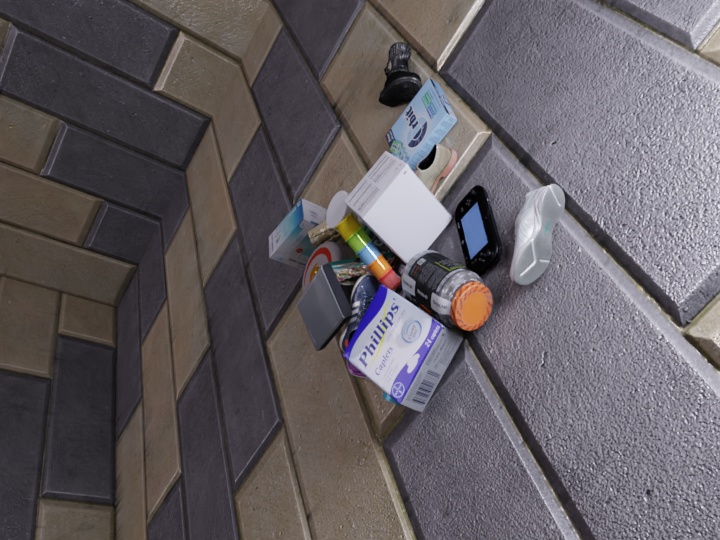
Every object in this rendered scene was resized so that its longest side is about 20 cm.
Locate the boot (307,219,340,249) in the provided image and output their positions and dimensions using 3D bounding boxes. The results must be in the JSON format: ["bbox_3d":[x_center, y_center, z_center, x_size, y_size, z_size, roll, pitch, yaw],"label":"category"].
[{"bbox_3d":[-0.068,-0.110,1.744,0.153,0.074,0.201,-30,22,1],"label":"boot"}]

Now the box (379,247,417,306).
[{"bbox_3d":[0.075,0.068,1.550,0.161,0.048,0.204,38,106,54],"label":"box"}]

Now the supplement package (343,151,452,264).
[{"bbox_3d":[0.089,-0.139,1.465,0.157,0.199,0.111,-48,35,1],"label":"supplement package"}]

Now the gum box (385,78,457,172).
[{"bbox_3d":[0.155,-0.372,1.660,0.201,0.044,0.173,-49,38,30],"label":"gum box"}]

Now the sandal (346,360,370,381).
[{"bbox_3d":[0.016,0.233,1.526,0.201,0.049,0.085,-27,84,58],"label":"sandal"}]

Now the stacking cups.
[{"bbox_3d":[0.022,-0.041,1.487,0.060,0.201,0.061,-39,7,5],"label":"stacking cups"}]

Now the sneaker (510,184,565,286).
[{"bbox_3d":[0.332,-0.066,1.226,0.080,0.069,0.205,5,72,66],"label":"sneaker"}]

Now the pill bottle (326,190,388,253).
[{"bbox_3d":[0.017,-0.119,1.593,0.112,0.196,0.116,-32,48,44],"label":"pill bottle"}]

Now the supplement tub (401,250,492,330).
[{"bbox_3d":[0.182,0.043,1.334,0.199,0.120,0.125,35,103,57],"label":"supplement tub"}]

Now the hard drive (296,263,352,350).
[{"bbox_3d":[-0.093,0.095,1.576,0.142,0.032,0.201,64,147,19],"label":"hard drive"}]

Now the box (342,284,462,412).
[{"bbox_3d":[0.088,0.167,1.368,0.198,0.104,0.187,32,92,41],"label":"box"}]

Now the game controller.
[{"bbox_3d":[0.252,-0.085,1.369,0.104,0.041,0.205,-41,42,38],"label":"game controller"}]

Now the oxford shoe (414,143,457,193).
[{"bbox_3d":[0.153,-0.229,1.561,0.202,0.072,0.072,-55,36,23],"label":"oxford shoe"}]

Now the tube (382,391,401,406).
[{"bbox_3d":[0.107,0.202,1.435,0.076,0.050,0.205,20,89,24],"label":"tube"}]

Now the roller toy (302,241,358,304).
[{"bbox_3d":[-0.072,0.026,1.707,0.181,0.137,0.205,28,98,57],"label":"roller toy"}]

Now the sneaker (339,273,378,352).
[{"bbox_3d":[0.010,0.112,1.512,0.084,0.073,0.206,29,106,65],"label":"sneaker"}]

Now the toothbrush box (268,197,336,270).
[{"bbox_3d":[-0.171,-0.104,1.917,0.199,0.144,0.087,-41,42,36],"label":"toothbrush box"}]

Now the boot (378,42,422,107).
[{"bbox_3d":[0.119,-0.560,1.761,0.210,0.078,0.163,5,78,65],"label":"boot"}]

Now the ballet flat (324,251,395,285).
[{"bbox_3d":[0.000,0.000,1.567,0.194,0.066,0.076,-9,17,20],"label":"ballet flat"}]
